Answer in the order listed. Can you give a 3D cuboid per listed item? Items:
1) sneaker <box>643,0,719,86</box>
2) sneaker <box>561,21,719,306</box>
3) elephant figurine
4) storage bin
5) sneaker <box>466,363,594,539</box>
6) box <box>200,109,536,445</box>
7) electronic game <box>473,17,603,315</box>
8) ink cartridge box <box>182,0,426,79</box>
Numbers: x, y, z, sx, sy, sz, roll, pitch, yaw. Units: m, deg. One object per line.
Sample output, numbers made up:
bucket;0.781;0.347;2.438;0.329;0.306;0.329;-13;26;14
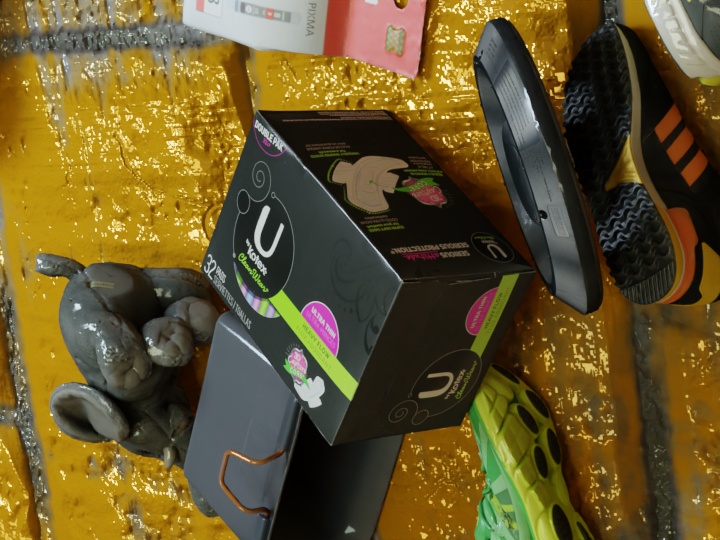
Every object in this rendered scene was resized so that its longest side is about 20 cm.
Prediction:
sneaker;0.204;-0.219;1.120;0.084;0.074;0.201;-27;95;34
sneaker;0.195;-0.067;1.172;0.070;0.089;0.202;-40;53;47
elephant figurine;-0.187;0.098;1.486;0.201;0.140;0.156;101;153;-43
storage bin;-0.065;0.126;1.393;0.134;0.145;0.201;35;123;36
sneaker;0.110;0.167;1.302;0.083;0.074;0.201;-18;93;36
box;0.000;0.000;1.270;0.200;0.124;0.149;50;130;38
electronic game;0.118;-0.068;1.167;0.041;0.200;0.201;-18;93;1
ink cartridge box;-0.041;-0.236;1.310;0.199;0.050;0.163;23;117;34
